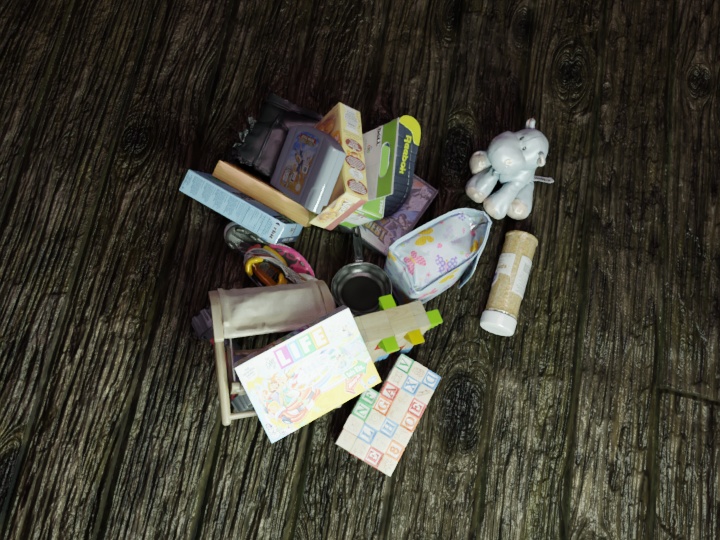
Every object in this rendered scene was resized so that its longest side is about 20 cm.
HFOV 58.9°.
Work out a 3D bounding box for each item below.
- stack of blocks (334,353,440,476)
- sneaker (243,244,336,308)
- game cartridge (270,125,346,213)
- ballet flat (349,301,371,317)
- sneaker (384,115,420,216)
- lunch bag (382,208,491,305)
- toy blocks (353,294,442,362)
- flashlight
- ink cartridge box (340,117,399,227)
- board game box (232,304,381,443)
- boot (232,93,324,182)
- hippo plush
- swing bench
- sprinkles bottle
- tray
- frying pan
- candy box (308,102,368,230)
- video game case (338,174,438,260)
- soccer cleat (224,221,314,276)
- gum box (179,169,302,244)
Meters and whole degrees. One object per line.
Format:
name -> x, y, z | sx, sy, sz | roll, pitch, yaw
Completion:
stack of blocks -> 0.050, 0.258, 1.176 | 0.114, 0.059, 0.201 | 30, 75, 3
sneaker -> -0.132, 0.035, 1.160 | 0.199, 0.082, 0.078 | 34, 102, -8
game cartridge -> -0.099, -0.193, 1.167 | 0.041, 0.200, 0.135 | 11, 104, -33
ballet flat -> -0.056, 0.121, 1.208 | 0.199, 0.076, 0.064 | -34, 50, -16
sneaker -> 0.060, -0.205, 1.270 | 0.073, 0.082, 0.202 | 16, 89, -36
lunch bag -> 0.152, -0.023, 1.201 | 0.199, 0.170, 0.128 | -31, 78, -12
toy blocks -> 0.032, 0.123, 1.157 | 0.198, 0.137, 0.101 | -12, 65, -24
flashlight -> -0.246, 0.166, 1.177 | 0.067, 0.068, 0.201 | -26, 74, -36
ink cartridge box -> 0.023, -0.175, 1.184 | 0.075, 0.199, 0.150 | 17, 72, -37
board game box -> -0.082, 0.161, 1.005 | 0.198, 0.034, 0.136 | -28, 101, -13
boot -> -0.148, -0.251, 1.286 | 0.197, 0.073, 0.164 | 25, 75, 5
hippo plush -> 0.316, -0.197, 1.264 | 0.197, 0.161, 0.161 | -8, 76, -7
swing bench -> -0.144, 0.127, 1.065 | 0.196, 0.130, 0.203 | -6, 101, -15
sprinkles bottle -> 0.293, 0.024, 1.253 | 0.068, 0.068, 0.202 | 20, 74, 1
tray -> -0.180, -0.148, 1.232 | 0.199, 0.099, 0.037 | 30, 95, -1
frying pan -> -0.015, 0.007, 1.212 | 0.114, 0.031, 0.191 | -22, 58, -16
candy box -> -0.046, -0.191, 1.171 | 0.055, 0.115, 0.202 | 16, 56, -34
video game case -> 0.030, -0.146, 1.297 | 0.199, 0.026, 0.181 | 35, 75, 5
soccer cleat -> -0.171, -0.036, 1.232 | 0.199, 0.086, 0.070 | 35, 102, -17
gum box -> -0.215, -0.117, 1.194 | 0.199, 0.170, 0.045 | 30, 96, 3
